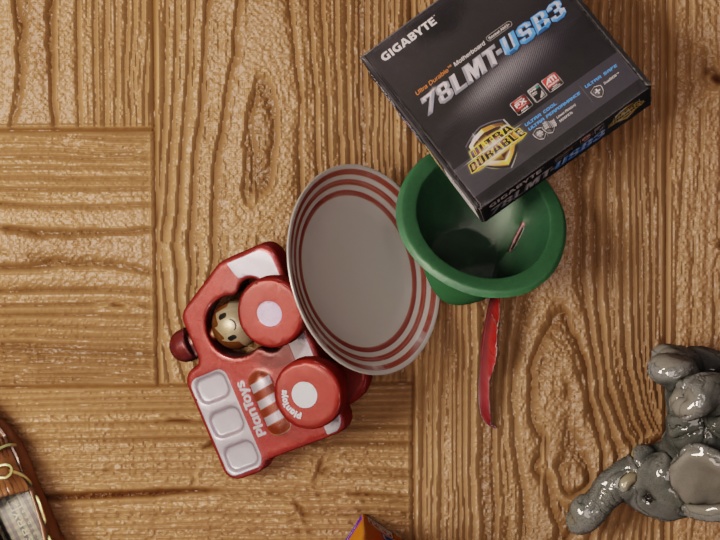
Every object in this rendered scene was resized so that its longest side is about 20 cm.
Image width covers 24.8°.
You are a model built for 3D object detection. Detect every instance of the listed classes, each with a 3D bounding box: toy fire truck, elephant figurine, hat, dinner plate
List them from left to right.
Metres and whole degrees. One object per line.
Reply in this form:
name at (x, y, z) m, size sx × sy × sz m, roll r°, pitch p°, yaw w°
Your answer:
toy fire truck at (-0.096, 0.084, 1.559) m, size 0.168 × 0.112 × 0.200 m, roll -23°, pitch 93°, yaw 19°
dinner plate at (0.000, 0.000, 1.535) m, size 0.024 × 0.200 × 0.201 m, roll -15°, pitch 95°, yaw 42°
hat at (0.097, 0.006, 1.596) m, size 0.165 × 0.176 × 0.200 m, roll 18°, pitch 55°, yaw 0°
elephant figurine at (0.313, 0.180, 1.562) m, size 0.141 × 0.155 × 0.200 m, roll 0°, pitch 108°, yaw -43°

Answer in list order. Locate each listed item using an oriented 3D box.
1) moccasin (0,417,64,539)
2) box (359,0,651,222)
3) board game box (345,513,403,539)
moccasin at (-0.348, 0.213, 1.567) m, size 0.074 × 0.078 × 0.202 m, roll -22°, pitch 93°, yaw 0°
box at (0.135, -0.180, 1.537) m, size 0.200 × 0.050 × 0.199 m, roll -35°, pitch 72°, yaw 0°
board game box at (0.032, 0.380, 1.525) m, size 0.200 × 0.200 × 0.200 m, roll 33°, pitch 92°, yaw -2°
